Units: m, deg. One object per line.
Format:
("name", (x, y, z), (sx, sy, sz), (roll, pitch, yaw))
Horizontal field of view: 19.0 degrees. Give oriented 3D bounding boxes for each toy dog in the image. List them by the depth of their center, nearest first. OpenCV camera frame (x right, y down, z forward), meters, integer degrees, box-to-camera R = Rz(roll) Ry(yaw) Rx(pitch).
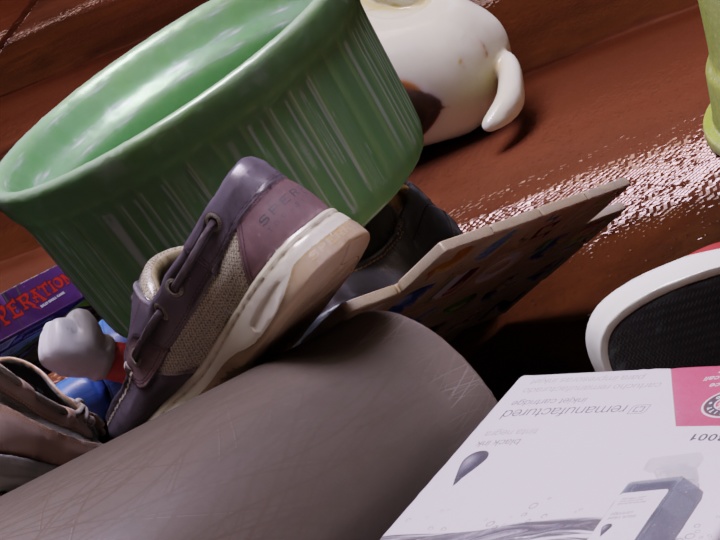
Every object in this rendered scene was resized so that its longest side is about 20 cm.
("toy dog", (-0.015, -0.105, 1.351), (0.200, 0.140, 0.194), (-31, 58, -22))

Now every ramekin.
("ramekin", (-0.067, -0.055, 1.021), (0.200, 0.098, 0.200), (-30, 18, 11))

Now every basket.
("basket", (-0.042, 0.111, 0.823), (0.200, 0.136, 0.180), (-32, 33, -30))

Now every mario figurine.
("mario figurine", (-0.116, 0.027, 1.138), (0.200, 0.106, 0.123), (-28, 33, 1))

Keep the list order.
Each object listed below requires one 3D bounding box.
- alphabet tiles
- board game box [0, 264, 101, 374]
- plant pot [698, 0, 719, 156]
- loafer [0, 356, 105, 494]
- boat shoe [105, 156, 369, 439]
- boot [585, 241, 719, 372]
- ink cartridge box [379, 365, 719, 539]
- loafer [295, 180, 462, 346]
("alphabet tiles", (0.032, 0.017, 0.977), (0.200, 0.006, 0.166), (-20, -17, -45))
("board game box", (-0.160, 0.023, 1.193), (0.200, 0.032, 0.120), (-30, -15, -43))
("plant pot", (0.246, -0.181, 1.130), (0.200, 0.184, 0.200), (-22, 21, 9))
("loafer", (-0.144, 0.061, 0.898), (0.072, 0.063, 0.200), (3, -5, 7))
("boat shoe", (-0.063, 0.017, 0.896), (0.072, 0.065, 0.200), (-35, -8, -35))
("boot", (0.188, -0.004, 0.932), (0.200, 0.073, 0.144), (-16, 20, 1))
("ink cartridge box", (0.076, 0.119, 0.731), (0.146, 0.085, 0.200), (-6, 29, 41))
("loafer", (0.000, 0.000, 1.036), (0.073, 0.072, 0.200), (-33, -4, 17))
